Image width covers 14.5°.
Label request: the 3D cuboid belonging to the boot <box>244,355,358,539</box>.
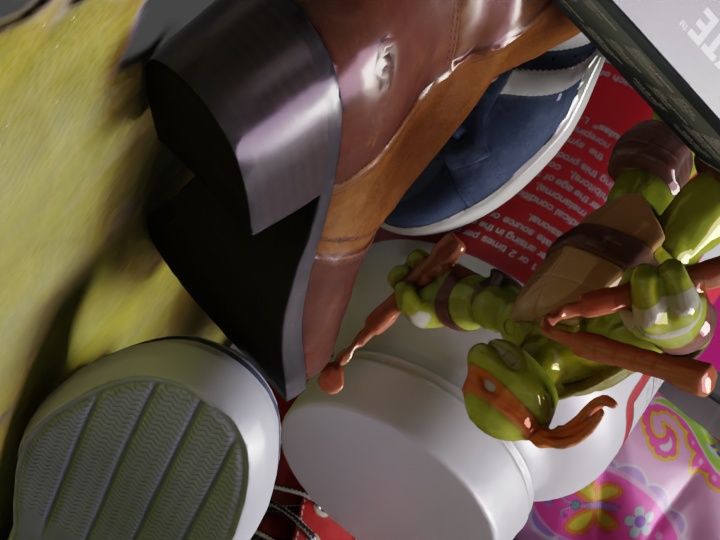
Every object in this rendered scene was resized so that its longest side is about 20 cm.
[{"bbox_3d":[-0.032,0.096,0.972,0.144,0.072,0.202,26,74,-77],"label":"boot"}]

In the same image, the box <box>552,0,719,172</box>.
[{"bbox_3d":[0.098,-0.133,0.711,0.159,0.046,0.200,-52,131,-5],"label":"box"}]

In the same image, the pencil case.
[{"bbox_3d":[0.078,0.065,1.127,0.088,0.199,0.087,-53,-172,11],"label":"pencil case"}]

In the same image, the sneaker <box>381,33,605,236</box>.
[{"bbox_3d":[0.047,-0.096,0.874,0.200,0.075,0.084,-54,152,19],"label":"sneaker"}]

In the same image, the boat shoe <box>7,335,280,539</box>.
[{"bbox_3d":[-0.069,0.063,0.876,0.067,0.073,0.200,-53,-177,-37],"label":"boat shoe"}]

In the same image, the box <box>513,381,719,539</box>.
[{"bbox_3d":[0.134,0.162,1.239,0.201,0.198,0.123,-55,167,2],"label":"box"}]

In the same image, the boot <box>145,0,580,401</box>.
[{"bbox_3d":[0.031,-0.064,0.808,0.200,0.068,0.189,-36,152,-17],"label":"boot"}]

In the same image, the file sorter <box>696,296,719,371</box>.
[{"bbox_3d":[0.166,-0.050,1.122,0.139,0.199,0.126,-59,-177,29],"label":"file sorter"}]

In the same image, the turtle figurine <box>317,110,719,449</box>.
[{"bbox_3d":[0.082,-0.002,0.826,0.161,0.064,0.200,-48,-162,-20],"label":"turtle figurine"}]

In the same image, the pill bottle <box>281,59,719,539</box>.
[{"bbox_3d":[0.060,0.004,0.973,0.200,0.112,0.112,-53,171,-30],"label":"pill bottle"}]
